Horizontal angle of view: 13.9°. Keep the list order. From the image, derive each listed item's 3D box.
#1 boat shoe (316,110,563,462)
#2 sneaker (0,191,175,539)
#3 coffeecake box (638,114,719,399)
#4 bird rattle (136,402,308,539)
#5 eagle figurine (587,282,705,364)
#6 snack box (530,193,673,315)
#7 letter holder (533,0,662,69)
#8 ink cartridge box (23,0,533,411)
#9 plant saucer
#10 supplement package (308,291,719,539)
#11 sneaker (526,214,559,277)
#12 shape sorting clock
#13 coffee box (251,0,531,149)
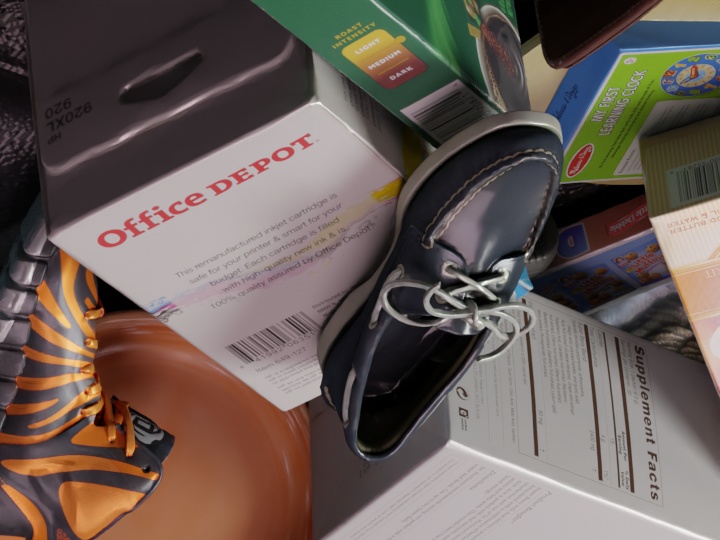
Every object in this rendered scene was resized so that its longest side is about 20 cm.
[{"bbox_3d":[0.037,0.009,1.324,0.075,0.062,0.200,12,136,-29],"label":"boat shoe"},{"bbox_3d":[-0.142,0.050,1.514,0.112,0.078,0.201,18,106,-8],"label":"sneaker"},{"bbox_3d":[0.244,0.008,1.490,0.153,0.073,0.200,-17,125,13],"label":"coffeecake box"},{"bbox_3d":[-0.108,0.120,1.634,0.199,0.164,0.113,3,164,-1],"label":"bird rattle"},{"bbox_3d":[0.225,0.056,1.662,0.199,0.151,0.152,3,113,38],"label":"eagle figurine"},{"bbox_3d":[0.095,0.010,1.616,0.199,0.024,0.072,-22,152,20],"label":"snack box"},{"bbox_3d":[0.098,-0.195,1.222,0.100,0.143,0.200,17,138,-33],"label":"letter holder"},{"bbox_3d":[-0.040,-0.058,1.386,0.147,0.145,0.200,-25,143,20],"label":"ink cartridge box"},{"bbox_3d":[-0.115,0.120,1.569,0.199,0.201,0.037,-7,-178,-2],"label":"plant saucer"},{"bbox_3d":[0.086,0.098,1.549,0.199,0.120,0.121,22,137,-29],"label":"supplement package"},{"bbox_3d":[0.000,0.003,1.567,0.199,0.060,0.104,1,144,-5],"label":"sneaker"},{"bbox_3d":[0.161,-0.095,1.474,0.199,0.039,0.200,-10,156,-4],"label":"shape sorting clock"},{"bbox_3d":[0.003,-0.140,1.300,0.044,0.123,0.200,-26,141,25],"label":"coffee box"}]
